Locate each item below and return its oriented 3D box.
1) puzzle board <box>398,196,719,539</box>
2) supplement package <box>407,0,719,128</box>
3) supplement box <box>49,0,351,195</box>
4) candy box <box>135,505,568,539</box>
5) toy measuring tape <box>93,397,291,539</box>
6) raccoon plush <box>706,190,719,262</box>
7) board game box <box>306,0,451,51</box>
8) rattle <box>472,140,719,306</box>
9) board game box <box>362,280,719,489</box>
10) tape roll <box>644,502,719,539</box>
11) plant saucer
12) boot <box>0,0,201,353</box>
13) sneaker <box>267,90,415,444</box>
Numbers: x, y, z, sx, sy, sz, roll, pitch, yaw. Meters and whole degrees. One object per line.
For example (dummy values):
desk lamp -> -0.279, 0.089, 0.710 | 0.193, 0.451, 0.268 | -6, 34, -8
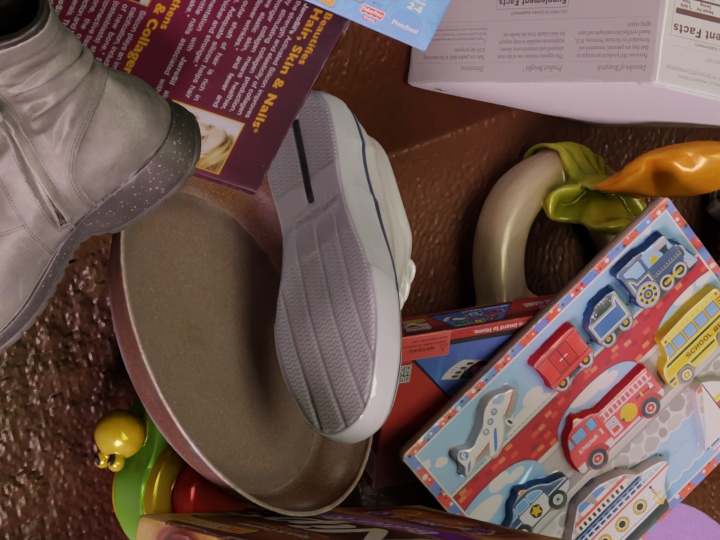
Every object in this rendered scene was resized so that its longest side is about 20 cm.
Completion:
puzzle board -> 0.134, 0.080, 1.455 | 0.200, 0.017, 0.151 | -44, 118, -7
supplement package -> 0.151, -0.140, 1.449 | 0.156, 0.200, 0.111 | 9, 88, -38
supplement box -> -0.120, -0.124, 1.288 | 0.200, 0.086, 0.111 | 17, 110, -35
candy box -> 0.000, 0.152, 1.332 | 0.200, 0.117, 0.057 | 1, 95, -45
toy measuring tape -> -0.065, 0.131, 1.390 | 0.200, 0.074, 0.074 | 36, 72, -34
raccoon plush -> 0.282, -0.007, 1.658 | 0.200, 0.097, 0.134 | -30, 99, -63
board game box -> -0.065, -0.181, 1.283 | 0.200, 0.151, 0.037 | 20, 110, -23
rattle -> 0.129, 0.029, 1.491 | 0.200, 0.143, 0.130 | -64, 144, -22
board game box -> 0.099, 0.059, 1.469 | 0.200, 0.019, 0.103 | -9, 128, -22
tape roll -> 0.143, 0.228, 1.559 | 0.200, 0.066, 0.201 | -4, 96, -36
plant saucer -> -0.064, 0.032, 1.358 | 0.200, 0.032, 0.201 | 37, 41, -42
boot -> -0.182, -0.041, 1.233 | 0.200, 0.068, 0.131 | -41, 131, 17
sneaker -> 0.000, 0.000, 1.380 | 0.071, 0.073, 0.200 | 26, 48, -43
